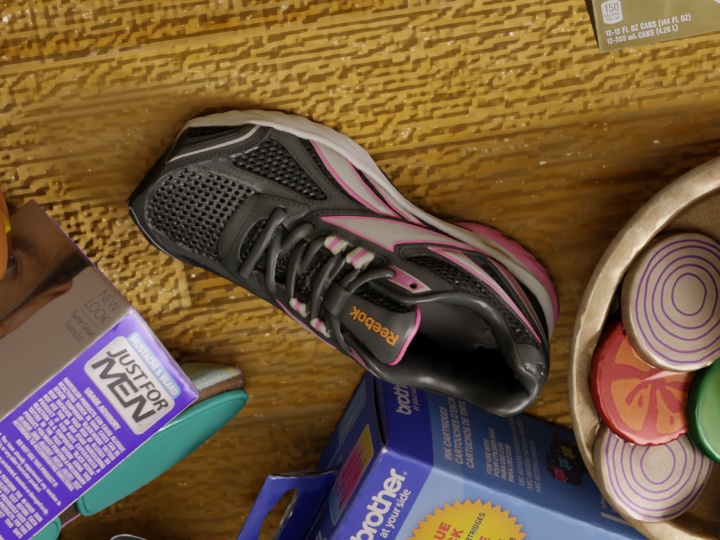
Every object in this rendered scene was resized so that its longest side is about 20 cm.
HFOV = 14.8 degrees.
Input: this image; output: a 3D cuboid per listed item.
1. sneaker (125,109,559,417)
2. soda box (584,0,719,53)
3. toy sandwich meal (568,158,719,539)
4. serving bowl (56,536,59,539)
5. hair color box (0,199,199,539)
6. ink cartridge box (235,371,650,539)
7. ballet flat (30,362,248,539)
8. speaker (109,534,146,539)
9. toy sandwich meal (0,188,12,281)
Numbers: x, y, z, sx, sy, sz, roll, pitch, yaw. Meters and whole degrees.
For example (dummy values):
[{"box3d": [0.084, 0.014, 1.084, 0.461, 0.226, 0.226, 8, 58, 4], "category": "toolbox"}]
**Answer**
[{"box3d": [0.000, 0.000, 1.162, 0.199, 0.086, 0.081, 20, 115, -13], "category": "sneaker"}, {"box3d": [0.183, -0.148, 1.104, 0.199, 0.064, 0.068, -11, 119, 2], "category": "soda box"}, {"box3d": [0.188, 0.040, 1.172, 0.204, 0.070, 0.206, -4, 104, -15], "category": "toy sandwich meal"}, {"box3d": [-0.235, 0.151, 1.245, 0.199, 0.066, 0.201, -1, 120, -2], "category": "serving bowl"}, {"box3d": [-0.177, 0.073, 1.138, 0.200, 0.109, 0.065, -39, 129, -8], "category": "hair color box"}, {"box3d": [0.040, 0.132, 1.248, 0.199, 0.076, 0.137, 21, 116, -13], "category": "ink cartridge box"}, {"box3d": [-0.141, 0.088, 1.192, 0.200, 0.071, 0.069, -40, 163, -19], "category": "ballet flat"}, {"box3d": [-0.139, 0.215, 1.233, 0.081, 0.081, 0.200, 34, 105, -21], "category": "speaker"}, {"box3d": [-0.242, -0.012, 1.128, 0.204, 0.070, 0.206, 1, 94, 15], "category": "toy sandwich meal"}]
